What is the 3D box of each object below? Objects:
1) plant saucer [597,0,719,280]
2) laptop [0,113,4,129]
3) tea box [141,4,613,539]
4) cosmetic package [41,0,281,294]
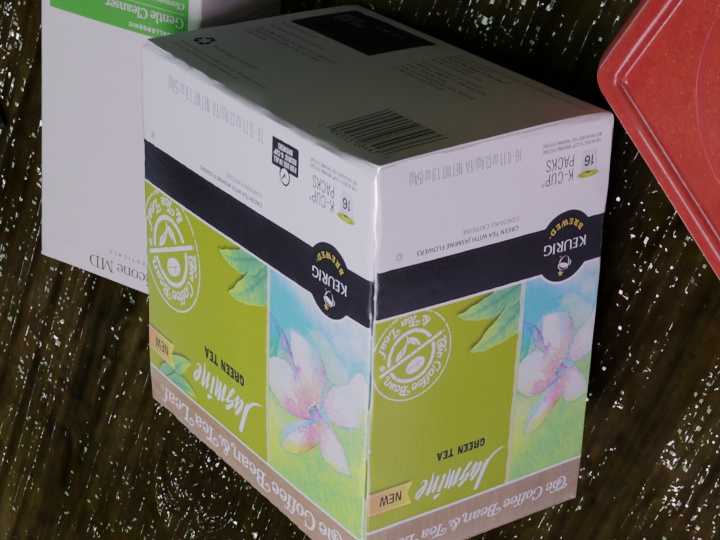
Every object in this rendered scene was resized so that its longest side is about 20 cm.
[{"bbox_3d":[0.174,-0.063,0.636,0.201,0.036,0.200,62,147,21],"label":"plant saucer"},{"bbox_3d":[-0.349,-0.147,1.019,0.186,0.116,0.202,-12,102,38],"label":"laptop"},{"bbox_3d":[0.000,0.000,0.790,0.199,0.132,0.199,31,128,48],"label":"tea box"},{"bbox_3d":[-0.107,-0.096,0.893,0.107,0.085,0.202,17,118,25],"label":"cosmetic package"}]
